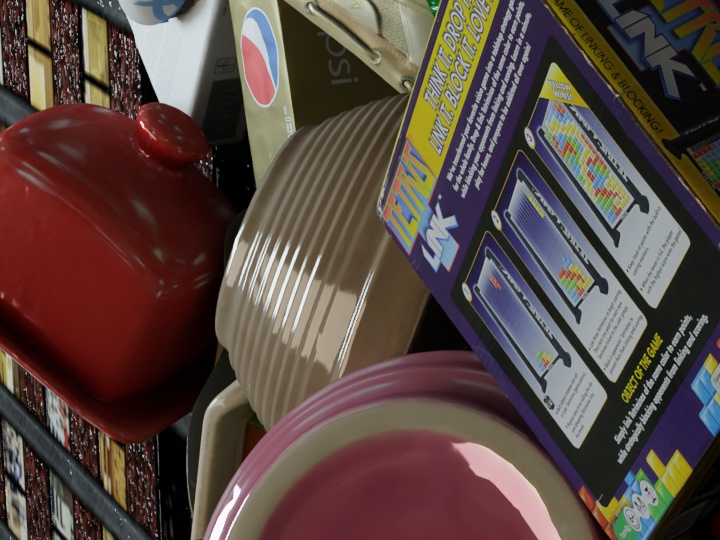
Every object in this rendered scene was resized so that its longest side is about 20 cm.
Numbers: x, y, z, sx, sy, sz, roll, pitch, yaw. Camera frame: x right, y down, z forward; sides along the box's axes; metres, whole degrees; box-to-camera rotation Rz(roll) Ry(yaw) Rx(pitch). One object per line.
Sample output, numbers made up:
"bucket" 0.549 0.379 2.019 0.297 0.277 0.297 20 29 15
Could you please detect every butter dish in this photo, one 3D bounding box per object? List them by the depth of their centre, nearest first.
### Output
"butter dish" -0.137 -0.027 1.432 0.199 0.200 0.148 38 112 8

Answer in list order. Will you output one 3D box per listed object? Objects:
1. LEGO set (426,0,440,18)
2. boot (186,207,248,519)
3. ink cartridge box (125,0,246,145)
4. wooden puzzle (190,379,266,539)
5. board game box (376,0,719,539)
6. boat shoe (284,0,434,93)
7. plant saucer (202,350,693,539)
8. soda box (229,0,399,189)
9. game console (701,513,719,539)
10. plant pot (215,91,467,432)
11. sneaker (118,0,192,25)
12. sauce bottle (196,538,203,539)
"LEGO set" 0.119 -0.096 0.946 0.200 0.116 0.154 -6 116 61
"boot" -0.052 0.069 1.382 0.076 0.073 0.201 102 175 -61
"ink cartridge box" -0.095 -0.198 1.456 0.200 0.043 0.174 108 147 -47
"wooden puzzle" -0.025 0.099 1.250 0.037 0.185 0.201 26 125 18
"board game box" 0.085 -0.015 0.850 0.166 0.057 0.200 56 158 18
"boat shoe" -0.031 -0.139 1.197 0.200 0.073 0.063 27 104 23
"plant saucer" 0.023 0.125 0.947 0.051 0.200 0.201 34 -144 -64
"soda box" -0.027 -0.143 1.288 0.068 0.064 0.201 172 91 -67
"game console" 0.145 0.034 0.893 0.177 0.031 0.200 44 152 35
"plant pot" 0.000 0.000 1.099 0.201 0.092 0.201 23 -90 -81
"sneaker" -0.122 -0.187 1.361 0.200 0.072 0.072 106 149 -68
"sauce bottle" 0.018 0.115 1.018 0.065 0.199 0.065 -7 -90 -68
